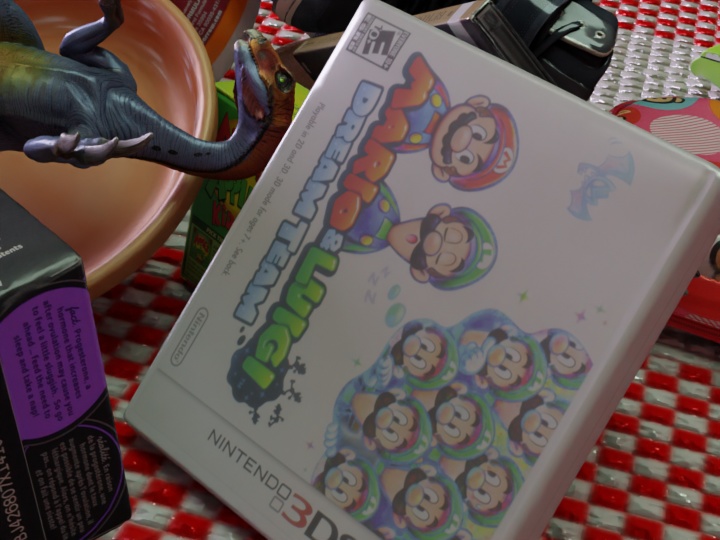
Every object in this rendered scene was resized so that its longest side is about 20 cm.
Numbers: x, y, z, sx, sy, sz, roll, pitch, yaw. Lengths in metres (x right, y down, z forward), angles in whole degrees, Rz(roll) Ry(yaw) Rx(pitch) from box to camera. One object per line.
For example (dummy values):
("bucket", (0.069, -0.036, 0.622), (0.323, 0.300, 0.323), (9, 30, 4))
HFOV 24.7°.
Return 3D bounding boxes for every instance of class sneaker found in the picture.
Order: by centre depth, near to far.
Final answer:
("sneaker", (0.056, -0.133, 0.881), (0.146, 0.077, 0.202), (46, 38, 12))

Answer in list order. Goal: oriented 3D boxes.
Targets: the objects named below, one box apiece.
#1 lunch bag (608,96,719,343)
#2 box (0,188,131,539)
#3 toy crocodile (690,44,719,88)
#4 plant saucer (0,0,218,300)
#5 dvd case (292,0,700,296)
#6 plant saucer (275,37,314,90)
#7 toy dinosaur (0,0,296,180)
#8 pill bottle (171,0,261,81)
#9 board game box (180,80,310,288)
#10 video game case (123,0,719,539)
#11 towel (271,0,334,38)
("lunch bag", (0.201, -0.015, 0.844), (0.199, 0.082, 0.176), (19, 29, 15))
("box", (-0.184, 0.020, 0.584), (0.106, 0.123, 0.200), (-27, 43, -28))
("toy crocodile", (0.316, -0.111, 1.100), (0.199, 0.062, 0.067), (21, 29, 29))
("plant saucer", (-0.159, -0.054, 0.753), (0.199, 0.038, 0.201), (-5, 58, 8))
("dvd case", (0.053, -0.051, 0.743), (0.016, 0.149, 0.200), (-45, 18, -15))
("plant saucer", (0.036, -0.086, 0.971), (0.199, 0.036, 0.200), (8, 27, -4))
("toy dinosaur", (-0.125, -0.083, 0.700), (0.181, 0.105, 0.200), (25, -15, -18))
("pill bottle", (-0.161, -0.182, 0.919), (0.200, 0.113, 0.113), (29, 14, -35))
("board game box", (0.000, 0.000, 0.724), (0.047, 0.102, 0.200), (-10, 34, -39))
("video game case", (0.018, 0.016, 0.618), (0.182, 0.201, 0.024), (32, 3, 37))
("towel", (0.011, -0.156, 0.946), (0.200, 0.024, 0.147), (46, 37, 9))
